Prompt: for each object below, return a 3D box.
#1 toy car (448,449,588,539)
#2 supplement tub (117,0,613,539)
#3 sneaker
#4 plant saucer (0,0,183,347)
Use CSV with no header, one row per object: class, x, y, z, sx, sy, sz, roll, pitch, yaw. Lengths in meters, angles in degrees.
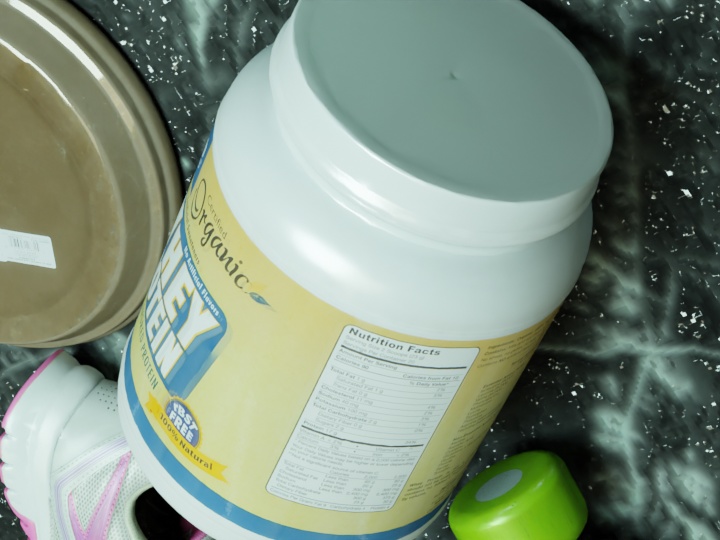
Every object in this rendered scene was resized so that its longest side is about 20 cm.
toy car,0.033,0.178,0.988,0.165,0.157,0.200,60,156,-15
supplement tub,0.000,0.000,0.842,0.144,0.145,0.201,30,131,5
sneaker,-0.108,0.136,1.038,0.087,0.081,0.201,12,128,21
plant saucer,-0.171,-0.045,0.978,0.198,0.030,0.202,14,128,18
